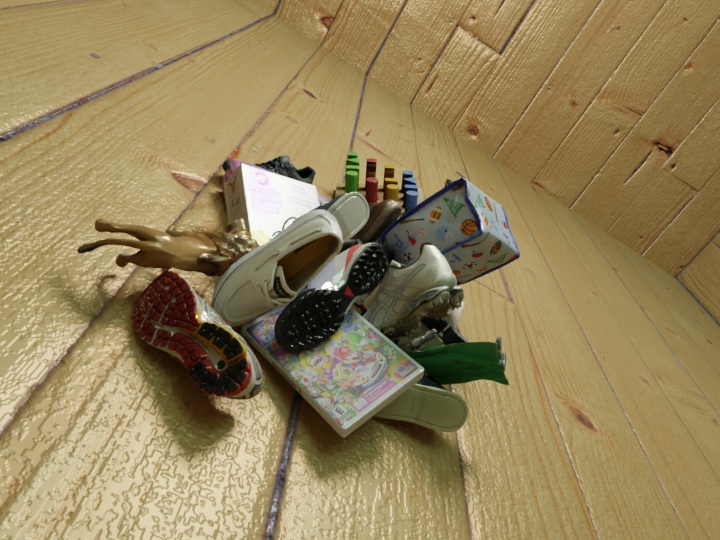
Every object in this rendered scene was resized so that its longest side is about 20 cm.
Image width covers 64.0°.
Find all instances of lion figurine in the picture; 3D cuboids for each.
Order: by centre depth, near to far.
[{"bbox_3d":[-0.220,-0.024,0.697,0.120,0.074,0.199,10,13,27],"label":"lion figurine"}]

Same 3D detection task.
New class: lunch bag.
[{"bbox_3d":[0.138,-0.037,0.956,0.169,0.197,0.126,21,49,-52],"label":"lunch bag"}]

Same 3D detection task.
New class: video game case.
[{"bbox_3d":[-0.036,0.102,0.727,0.142,0.018,0.199,-27,51,-36],"label":"video game case"}]

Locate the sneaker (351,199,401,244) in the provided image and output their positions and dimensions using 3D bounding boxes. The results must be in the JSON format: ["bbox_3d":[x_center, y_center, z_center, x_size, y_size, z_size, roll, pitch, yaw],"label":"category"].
[{"bbox_3d":[0.000,-0.080,0.998,0.070,0.200,0.076,-35,84,-32],"label":"sneaker"}]

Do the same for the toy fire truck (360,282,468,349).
[{"bbox_3d":[0.102,0.080,0.947,0.176,0.129,0.200,42,6,5],"label":"toy fire truck"}]

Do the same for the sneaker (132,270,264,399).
[{"bbox_3d":[-0.182,0.078,0.644,0.199,0.078,0.082,41,-8,29],"label":"sneaker"}]

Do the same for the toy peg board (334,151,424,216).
[{"bbox_3d":[0.043,-0.176,1.218,0.194,0.100,0.201,3,28,-1],"label":"toy peg board"}]

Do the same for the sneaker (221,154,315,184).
[{"bbox_3d":[-0.169,-0.183,1.084,0.197,0.082,0.074,7,36,-45],"label":"sneaker"}]

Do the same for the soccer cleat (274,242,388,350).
[{"bbox_3d":[-0.045,0.033,0.757,0.200,0.072,0.069,-43,115,-33],"label":"soccer cleat"}]

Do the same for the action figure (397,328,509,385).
[{"bbox_3d":[0.102,0.125,0.807,0.119,0.195,0.056,63,30,-44],"label":"action figure"}]

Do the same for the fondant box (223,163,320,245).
[{"bbox_3d":[-0.120,-0.047,0.862,0.142,0.058,0.204,11,54,-40],"label":"fondant box"}]

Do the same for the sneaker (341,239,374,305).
[{"bbox_3d":[0.000,0.000,0.962,0.197,0.093,0.076,22,28,-26],"label":"sneaker"}]

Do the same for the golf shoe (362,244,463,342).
[{"bbox_3d":[0.052,0.040,0.805,0.077,0.198,0.099,8,57,-49],"label":"golf shoe"}]

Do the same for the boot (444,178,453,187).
[{"bbox_3d":[0.170,-0.060,1.149,0.071,0.202,0.183,15,29,-32],"label":"boot"}]

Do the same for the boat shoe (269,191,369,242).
[{"bbox_3d":[-0.072,-0.047,0.807,0.200,0.061,0.076,-44,110,-29],"label":"boat shoe"}]

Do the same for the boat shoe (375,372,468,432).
[{"bbox_3d":[0.048,0.157,0.781,0.195,0.076,0.066,17,3,-5],"label":"boat shoe"}]

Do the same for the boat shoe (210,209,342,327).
[{"bbox_3d":[-0.102,0.009,0.702,0.071,0.198,0.070,51,5,-32],"label":"boat shoe"}]

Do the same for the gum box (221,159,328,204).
[{"bbox_3d":[-0.144,-0.112,1.009,0.197,0.067,0.114,15,32,-36],"label":"gum box"}]
